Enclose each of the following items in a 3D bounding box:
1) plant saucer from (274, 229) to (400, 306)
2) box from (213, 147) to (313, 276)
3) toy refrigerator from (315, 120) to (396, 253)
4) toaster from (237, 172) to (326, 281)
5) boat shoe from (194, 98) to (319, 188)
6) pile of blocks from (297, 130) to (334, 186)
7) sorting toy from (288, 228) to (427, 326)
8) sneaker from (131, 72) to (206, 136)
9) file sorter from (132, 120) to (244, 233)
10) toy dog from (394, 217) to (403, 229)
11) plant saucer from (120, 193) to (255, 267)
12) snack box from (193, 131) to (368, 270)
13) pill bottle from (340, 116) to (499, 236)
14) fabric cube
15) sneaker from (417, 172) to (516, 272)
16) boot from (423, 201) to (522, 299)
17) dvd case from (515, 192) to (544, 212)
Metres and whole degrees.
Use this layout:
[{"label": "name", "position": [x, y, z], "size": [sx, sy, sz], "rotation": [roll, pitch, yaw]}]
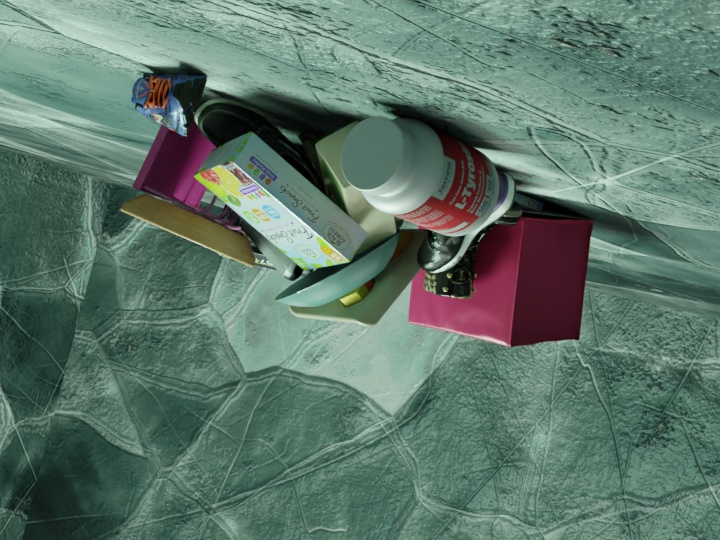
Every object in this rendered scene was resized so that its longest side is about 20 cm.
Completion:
[{"label": "plant saucer", "position": [-0.024, 0.007, 1.736], "size": [0.201, 0.039, 0.201], "rotation": [-28, -174, 3]}, {"label": "box", "position": [-0.123, -0.100, 1.929], "size": [0.161, 0.200, 0.049], "rotation": [12, 154, 13]}, {"label": "toy refrigerator", "position": [-0.006, -0.102, 1.605], "size": [0.076, 0.070, 0.200], "rotation": [57, 172, 21]}, {"label": "toaster", "position": [-0.084, -0.077, 1.797], "size": [0.129, 0.114, 0.200], "rotation": [45, -151, 6]}, {"label": "boat shoe", "position": [-0.132, -0.159, 1.646], "size": [0.200, 0.072, 0.068], "rotation": [34, -160, -35]}, {"label": "pile of blocks", "position": [-0.041, -0.166, 1.723], "size": [0.062, 0.082, 0.200], "rotation": [-28, -171, 0]}, {"label": "sorting toy", "position": [0.000, 0.000, 1.837], "size": [0.200, 0.185, 0.037], "rotation": [8, 141, 52]}, {"label": "sneaker", "position": [-0.243, -0.209, 1.536], "size": [0.078, 0.076, 0.200], "rotation": [18, 175, -16]}, {"label": "file sorter", "position": [-0.208, -0.142, 1.805], "size": [0.125, 0.139, 0.200], "rotation": [27, -178, 17]}, {"label": "toy dog", "position": [0.064, -0.115, 1.746], "size": [0.096, 0.132, 0.200], "rotation": [-24, -172, -6]}, {"label": "plant saucer", "position": [-0.234, -0.060, 1.732], "size": [0.200, 0.038, 0.200], "rotation": [24, 179, 1]}, {"label": "snack box", "position": [-0.104, -0.085, 1.597], "size": [0.200, 0.053, 0.142], "rotation": [40, 161, -19]}, {"label": "pill bottle", "position": [0.068, -0.112, 1.446], "size": [0.112, 0.113, 0.200], "rotation": [13, 178, 36]}, {"label": "fabric cube", "position": [0.219, 0.002, 1.938], "size": [0.199, 0.197, 0.200], "rotation": [10, -173, 41]}, {"label": "sneaker", "position": [0.117, -0.075, 1.691], "size": [0.087, 0.076, 0.200], "rotation": [13, 137, -29]}, {"label": "boot", "position": [0.156, -0.034, 1.797], "size": [0.073, 0.151, 0.200], "rotation": [3, -174, -34]}, {"label": "dvd case", "position": [0.159, -0.123, 1.858], "size": [0.200, 0.018, 0.143], "rotation": [15, 177, -41]}]
